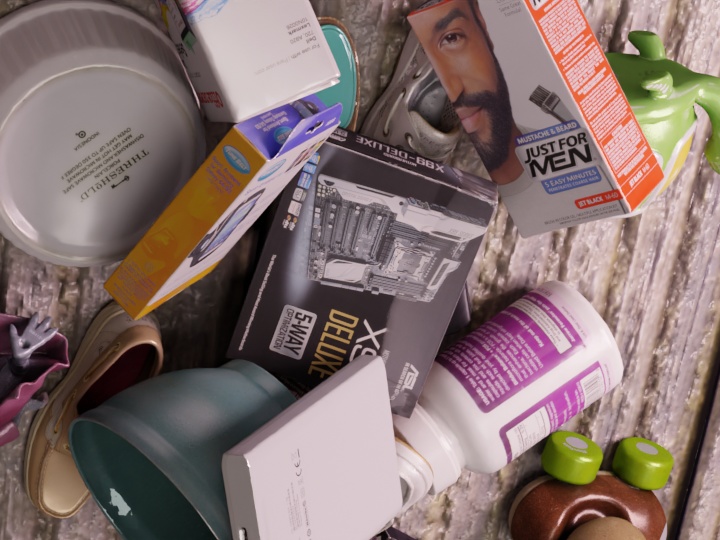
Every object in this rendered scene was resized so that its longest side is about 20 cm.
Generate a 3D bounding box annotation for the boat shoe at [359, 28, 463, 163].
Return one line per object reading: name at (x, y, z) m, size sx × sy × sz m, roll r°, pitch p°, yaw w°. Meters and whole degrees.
boat shoe at (0.049, -0.117, 1.416) m, size 0.071 × 0.069 × 0.200 m, roll 10°, pitch 110°, yaw -25°

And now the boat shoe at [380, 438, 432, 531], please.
boat shoe at (0.000, 0.196, 1.473) m, size 0.071 × 0.200 × 0.069 m, roll 39°, pitch 61°, yaw 0°

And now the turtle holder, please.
turtle holder at (0.217, -0.118, 1.441) m, size 0.185 × 0.141 × 0.132 m, roll -11°, pitch 117°, yaw -17°

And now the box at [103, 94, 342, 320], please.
box at (-0.094, -0.056, 1.270) m, size 0.041 × 0.119 × 0.200 m, roll 44°, pitch 120°, yaw 5°

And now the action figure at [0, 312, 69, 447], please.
action figure at (-0.299, 0.112, 1.341) m, size 0.134 × 0.149 × 0.200 m, roll 22°, pitch 137°, yaw -20°

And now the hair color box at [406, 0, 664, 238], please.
hair color box at (0.133, -0.131, 1.328) m, size 0.064 × 0.111 × 0.200 m, roll -41°, pitch 109°, yaw -41°

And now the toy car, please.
toy car at (0.238, 0.269, 1.604) m, size 0.157 × 0.200 × 0.165 m, roll 7°, pitch 112°, yaw -25°

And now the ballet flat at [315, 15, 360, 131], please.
ballet flat at (-0.038, -0.109, 1.388) m, size 0.070 × 0.065 × 0.200 m, roll -4°, pitch 114°, yaw -14°

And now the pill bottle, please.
pill bottle at (0.119, 0.105, 1.516) m, size 0.200 × 0.112 × 0.112 m, roll -33°, pitch 123°, yaw -13°

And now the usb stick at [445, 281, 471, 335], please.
usb stick at (0.057, -0.013, 1.458) m, size 0.055 × 0.033 × 0.200 m, roll -16°, pitch 140°, yaw -3°

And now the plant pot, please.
plant pot at (-0.109, 0.154, 1.353) m, size 0.134 × 0.200 × 0.201 m, roll -40°, pitch 125°, yaw -26°

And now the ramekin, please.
ramekin at (-0.207, -0.095, 1.308) m, size 0.202 × 0.094 × 0.203 m, roll -9°, pitch 117°, yaw -18°

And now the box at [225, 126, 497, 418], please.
box at (0.000, 0.000, 1.367) m, size 0.157 × 0.050 × 0.200 m, roll 20°, pitch 113°, yaw -4°

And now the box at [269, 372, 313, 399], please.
box at (-0.042, 0.095, 1.465) m, size 0.100 × 0.075 × 0.200 m, roll 38°, pitch 99°, yaw -7°

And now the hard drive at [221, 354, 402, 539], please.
hard drive at (-0.031, 0.158, 1.297) m, size 0.200 × 0.026 × 0.132 m, roll -33°, pitch 120°, yaw -56°

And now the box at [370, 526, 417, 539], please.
box at (0.014, 0.345, 1.648) m, size 0.143 × 0.036 × 0.200 m, roll 31°, pitch 102°, yaw -31°

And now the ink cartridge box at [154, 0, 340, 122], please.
ink cartridge box at (-0.101, -0.208, 1.230) m, size 0.084 × 0.145 × 0.200 m, roll -25°, pitch 100°, yaw -9°

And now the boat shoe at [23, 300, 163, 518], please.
boat shoe at (-0.217, 0.122, 1.425) m, size 0.074 × 0.069 × 0.200 m, roll 16°, pitch 107°, yaw -28°
